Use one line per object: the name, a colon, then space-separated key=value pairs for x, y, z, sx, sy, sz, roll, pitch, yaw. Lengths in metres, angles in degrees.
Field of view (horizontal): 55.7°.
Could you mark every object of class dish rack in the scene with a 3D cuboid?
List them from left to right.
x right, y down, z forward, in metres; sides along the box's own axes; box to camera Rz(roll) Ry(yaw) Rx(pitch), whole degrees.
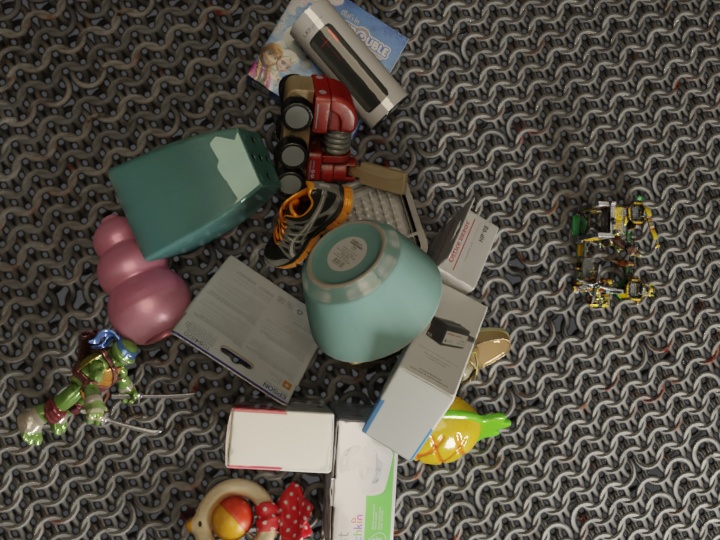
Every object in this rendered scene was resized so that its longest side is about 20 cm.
dish rack: x=0.012 y=-0.058 z=1.066 sx=0.170 sy=0.044 sz=0.202 roll=-20 pitch=54 yaw=8

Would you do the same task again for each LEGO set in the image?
LEGO set: x=0.432 y=-0.035 z=1.136 sx=0.152 sy=0.116 sz=0.203 roll=11 pitch=86 yaw=-7

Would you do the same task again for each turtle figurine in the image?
turtle figurine: x=-0.380 y=0.204 z=0.999 sx=0.193 sy=0.144 sz=0.201 roll=-31 pitch=119 yaw=10

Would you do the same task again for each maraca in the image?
maraca: x=0.140 y=0.250 z=1.082 sx=0.197 sy=0.137 sz=0.108 roll=3 pitch=61 yaw=-16

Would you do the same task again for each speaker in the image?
speaker: x=-0.018 y=-0.322 z=1.065 sx=0.081 sy=0.081 sz=0.200 roll=-41 pitch=94 yaw=-7

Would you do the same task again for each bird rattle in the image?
bird rattle: x=-0.176 y=0.395 z=1.048 sx=0.163 sy=0.113 sz=0.200 roll=40 pitch=80 yaw=12

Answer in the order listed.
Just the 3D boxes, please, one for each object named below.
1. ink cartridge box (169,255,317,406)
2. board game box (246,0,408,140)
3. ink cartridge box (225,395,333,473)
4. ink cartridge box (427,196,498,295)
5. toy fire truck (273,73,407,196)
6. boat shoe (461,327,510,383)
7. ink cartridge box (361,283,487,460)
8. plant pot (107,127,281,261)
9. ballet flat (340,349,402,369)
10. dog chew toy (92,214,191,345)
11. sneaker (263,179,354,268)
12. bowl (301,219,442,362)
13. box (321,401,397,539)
ink cartridge box: x=-0.163 y=0.093 z=1.027 sx=0.199 sy=0.201 sz=0.041 roll=34 pitch=127 yaw=-5
board game box: x=-0.053 y=-0.346 z=1.122 sx=0.199 sy=0.043 sz=0.201 roll=30 pitch=83 yaw=-6
ink cartridge box: x=-0.120 y=0.236 z=1.009 sx=0.144 sy=0.200 sz=0.084 roll=4 pitch=85 yaw=-8
ink cartridge box: x=0.141 y=-0.013 z=1.042 sx=0.066 sy=0.200 sz=0.117 roll=29 pitch=65 yaw=-5
toy fire truck: x=-0.029 y=-0.193 z=1.046 sx=0.197 sy=0.129 sz=0.177 roll=1 pitch=130 yaw=-12
boat shoe: x=0.159 y=0.153 z=1.106 sx=0.198 sy=0.067 sz=0.075 roll=-20 pitch=121 yaw=-4
ink cartridge box: x=0.093 y=0.136 z=0.952 sx=0.083 sy=0.200 sz=0.146 roll=28 pitch=128 yaw=6
plant pot: x=-0.230 y=-0.124 z=1.005 sx=0.198 sy=0.141 sz=0.143 roll=-24 pitch=90 yaw=15
ballet flat: x=0.059 y=0.114 z=1.115 sx=0.197 sy=0.046 sz=0.068 roll=-14 pitch=90 yaw=-8
dog chew toy: x=-0.339 y=0.008 z=1.033 sx=0.123 sy=0.125 sz=0.202 roll=-26 pitch=84 yaw=-8
sneaker: x=-0.096 y=-0.075 z=1.046 sx=0.077 sy=0.200 sz=0.079 roll=19 pitch=44 yaw=-37
bowl: x=0.000 y=0.010 z=0.912 sx=0.200 sy=0.201 sz=0.105 roll=-39 pitch=133 yaw=-7
box: x=-0.006 y=0.313 z=1.032 sx=0.095 sy=0.176 sz=0.203 roll=4 pitch=86 yaw=-7
